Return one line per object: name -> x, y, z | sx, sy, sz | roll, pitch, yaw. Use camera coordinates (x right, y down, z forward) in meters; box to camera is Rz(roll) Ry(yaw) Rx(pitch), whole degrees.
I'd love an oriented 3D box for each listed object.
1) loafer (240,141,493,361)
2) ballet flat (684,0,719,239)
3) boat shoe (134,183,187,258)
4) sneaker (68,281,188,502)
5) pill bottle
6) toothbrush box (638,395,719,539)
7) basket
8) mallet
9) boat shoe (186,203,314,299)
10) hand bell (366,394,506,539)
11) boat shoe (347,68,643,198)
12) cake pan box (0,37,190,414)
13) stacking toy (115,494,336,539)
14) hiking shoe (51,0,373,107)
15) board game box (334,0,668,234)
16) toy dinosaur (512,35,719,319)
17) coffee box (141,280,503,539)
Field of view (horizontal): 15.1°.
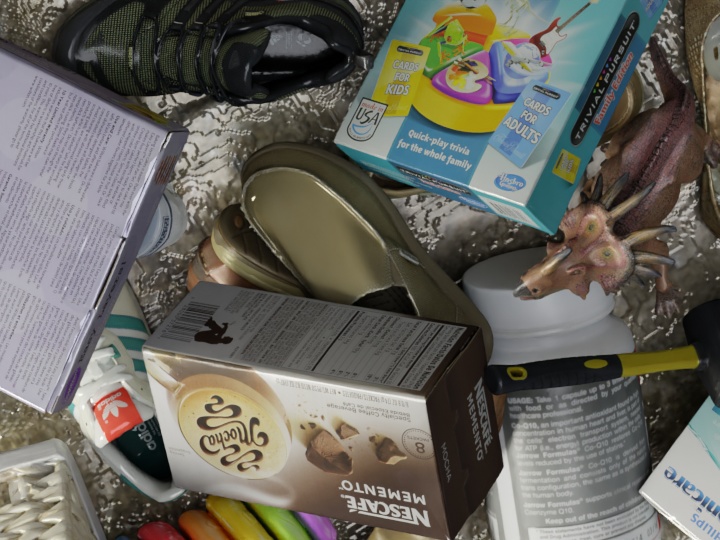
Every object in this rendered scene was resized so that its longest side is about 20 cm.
loafer -> 0.000, 0.000, 1.701 | 0.200, 0.067, 0.076 | 42, 122, 0
ballet flat -> 0.251, -0.110, 1.766 | 0.070, 0.065, 0.201 | -10, 105, -5
boat shoe -> -0.187, -0.081, 1.711 | 0.202, 0.086, 0.075 | 34, 104, 15
sneaker -> -0.161, 0.063, 1.738 | 0.070, 0.093, 0.200 | -29, 107, 1
pill bottle -> 0.129, 0.092, 1.775 | 0.113, 0.114, 0.201 | -11, 106, -5
toothbrush box -> 0.295, 0.102, 1.776 | 0.200, 0.085, 0.146 | -56, 148, 6
basket -> -0.217, 0.232, 1.731 | 0.135, 0.123, 0.200 | -18, 126, -3
mallet -> 0.168, 0.067, 1.674 | 0.200, 0.041, 0.066 | -13, 66, -33
boat shoe -> -0.023, 0.035, 1.769 | 0.200, 0.072, 0.068 | 34, 123, -12
hand bell -> 0.048, 0.149, 1.755 | 0.104, 0.104, 0.200 | 17, 119, -12
boat shoe -> 0.092, -0.086, 1.751 | 0.199, 0.063, 0.074 | -20, 105, -3
cake pan box -> -0.224, -0.034, 1.644 | 0.184, 0.052, 0.201 | 25, 98, 12
stacking toy -> -0.057, 0.168, 1.786 | 0.200, 0.110, 0.116 | -40, 96, -9
hiking shoe -> -0.093, -0.142, 1.691 | 0.199, 0.101, 0.076 | -6, 104, -6
board game box -> 0.093, -0.138, 1.668 | 0.047, 0.151, 0.200 | 39, 75, -53
toy dinosaur -> 0.173, -0.054, 1.675 | 0.086, 0.136, 0.201 | 19, 81, 14
coffee box -> -0.022, 0.085, 1.671 | 0.199, 0.080, 0.113 | 9, 128, 26
